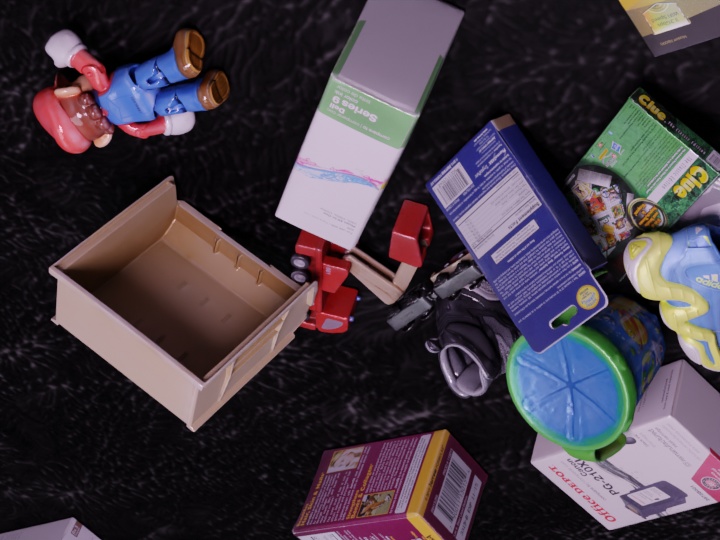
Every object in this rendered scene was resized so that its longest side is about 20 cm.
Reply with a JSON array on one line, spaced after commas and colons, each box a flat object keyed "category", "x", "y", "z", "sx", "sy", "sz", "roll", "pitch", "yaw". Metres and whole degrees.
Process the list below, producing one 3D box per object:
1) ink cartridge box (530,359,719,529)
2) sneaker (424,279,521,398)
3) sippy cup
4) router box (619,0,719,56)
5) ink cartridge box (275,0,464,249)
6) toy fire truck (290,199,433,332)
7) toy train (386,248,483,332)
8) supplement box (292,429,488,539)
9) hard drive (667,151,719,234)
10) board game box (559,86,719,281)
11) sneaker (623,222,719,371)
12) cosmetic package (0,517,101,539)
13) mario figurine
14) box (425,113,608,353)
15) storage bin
[{"category": "ink cartridge box", "x": 0.309, "y": 0.194, "z": 1.628, "sx": 0.145, "sy": 0.084, "sz": 0.200, "roll": 41, "pitch": 138, "yaw": -22}, {"category": "sneaker", "x": 0.154, "y": 0.094, "z": 1.561, "sx": 0.200, "sy": 0.114, "sz": 0.075, "roll": 30, "pitch": 141, "yaw": -10}, {"category": "sippy cup", "x": 0.235, "y": 0.090, "z": 1.489, "sx": 0.140, "sy": 0.130, "sz": 0.178, "roll": 39, "pitch": 132, "yaw": 16}, {"category": "router box", "x": 0.278, "y": -0.261, "z": 1.135, "sx": 0.200, "sy": 0.052, "sz": 0.157, "roll": -15, "pitch": 129, "yaw": 38}, {"category": "ink cartridge box", "x": 0.005, "y": -0.137, "z": 1.335, "sx": 0.087, "sy": 0.145, "sz": 0.200, "roll": 23, "pitch": 142, "yaw": -1}, {"category": "toy fire truck", "x": 0.000, "y": 0.000, "z": 1.577, "sx": 0.141, "sy": 0.049, "sz": 0.200, "roll": 13, "pitch": 141, "yaw": 9}, {"category": "toy train", "x": 0.104, "y": 0.001, "z": 1.509, "sx": 0.200, "sy": 0.046, "sz": 0.034, "roll": -35, "pitch": 108, "yaw": 32}, {"category": "supplement box", "x": 0.036, "y": 0.286, "z": 1.829, "sx": 0.200, "sy": 0.131, "sz": 0.103, "roll": -14, "pitch": 129, "yaw": 38}, {"category": "hard drive", "x": 0.371, "y": -0.034, "z": 1.371, "sx": 0.200, "sy": 0.038, "sz": 0.140, "roll": 17, "pitch": 141, "yaw": 8}, {"category": "board game box", "x": 0.244, "y": -0.073, "z": 1.359, "sx": 0.105, "sy": 0.023, "sz": 0.200, "roll": 43, "pitch": 148, "yaw": 7}, {"category": "sneaker", "x": 0.329, "y": 0.023, "z": 1.367, "sx": 0.105, "sy": 0.076, "sz": 0.200, "roll": -25, "pitch": 137, "yaw": 30}, {"category": "cosmetic package", "x": -0.498, "y": 0.451, "z": 2.302, "sx": 0.200, "sy": 0.102, "sz": 0.074, "roll": -16, "pitch": 129, "yaw": 40}, {"category": "mario figurine", "x": -0.231, "y": -0.185, "z": 1.470, "sx": 0.200, "sy": 0.106, "sz": 0.124, "roll": -12, "pitch": 95, "yaw": 22}, {"category": "box", "x": 0.152, "y": -0.031, "z": 1.401, "sx": 0.200, "sy": 0.032, "sz": 0.121, "roll": 59, "pitch": 140, "yaw": 10}, {"category": "storage bin", "x": -0.178, "y": 0.028, "z": 1.535, "sx": 0.200, "sy": 0.199, "sz": 0.094, "roll": 35, "pitch": 142, "yaw": 15}]
